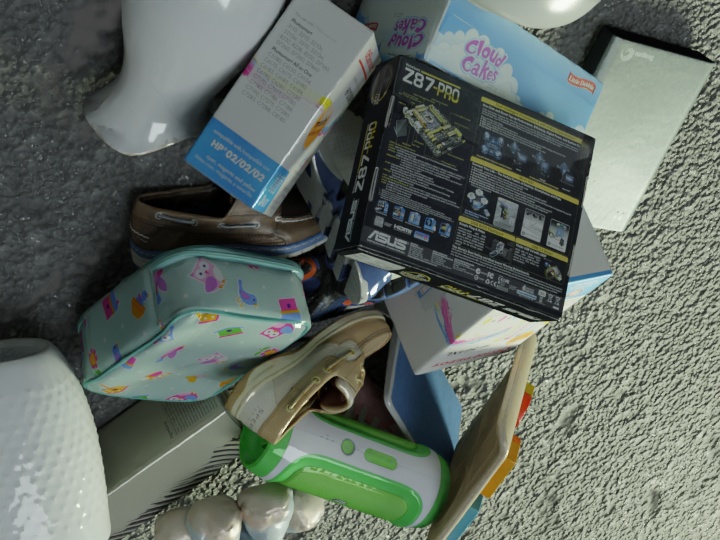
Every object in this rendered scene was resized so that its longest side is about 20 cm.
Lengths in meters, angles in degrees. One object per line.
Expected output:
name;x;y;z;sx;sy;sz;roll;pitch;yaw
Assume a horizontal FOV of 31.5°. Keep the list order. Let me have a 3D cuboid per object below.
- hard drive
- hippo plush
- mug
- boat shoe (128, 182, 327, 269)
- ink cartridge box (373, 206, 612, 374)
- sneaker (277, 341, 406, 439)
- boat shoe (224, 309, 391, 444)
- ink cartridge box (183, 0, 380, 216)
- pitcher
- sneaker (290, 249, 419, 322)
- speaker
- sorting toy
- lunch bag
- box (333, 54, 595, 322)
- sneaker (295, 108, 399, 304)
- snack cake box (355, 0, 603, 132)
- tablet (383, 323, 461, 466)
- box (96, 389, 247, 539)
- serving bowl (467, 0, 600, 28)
hard drive;0.253;-0.138;1.281;0.139;0.033;0.201;7;120;-33
hippo plush;-0.117;0.305;1.251;0.158;0.162;0.199;-2;161;-43
mug;-0.311;0.160;1.084;0.200;0.146;0.177;-25;112;-60
boat shoe;-0.104;-0.051;1.120;0.198;0.072;0.073;-14;129;-19
ink cartridge box;0.111;0.003;1.197;0.128;0.126;0.200;-9;158;-33
sneaker;-0.010;0.149;1.305;0.075;0.105;0.200;-43;133;11
boat shoe;-0.033;0.100;1.162;0.199;0.069;0.074;-29;157;-42
ink cartridge box;-0.045;-0.144;0.990;0.068;0.115;0.201;35;92;3
pitcher;-0.112;-0.194;0.990;0.171;0.121;0.201;-16;145;-46
sneaker;0.000;0.000;1.184;0.199;0.076;0.078;-16;172;38
speaker;-0.014;0.183;1.224;0.199;0.089;0.089;24;111;-26
sorting toy;0.124;0.181;1.269;0.036;0.185;0.201;25;124;1
lunch bag;-0.146;0.050;1.124;0.159;0.078;0.200;6;152;-41
box;0.088;-0.062;1.029;0.199;0.049;0.163;18;78;-26
sneaker;0.013;-0.076;1.093;0.114;0.201;0.081;-15;164;-20
snack cake box;0.100;-0.177;1.100;0.199;0.115;0.068;23;90;-38
tablet;0.067;0.141;1.338;0.014;0.131;0.201;-8;137;22
box;-0.208;0.183;1.237;0.199;0.082;0.069;-35;135;1
serving bowl;0.094;-0.254;0.994;0.199;0.201;0.066;21;121;-38
